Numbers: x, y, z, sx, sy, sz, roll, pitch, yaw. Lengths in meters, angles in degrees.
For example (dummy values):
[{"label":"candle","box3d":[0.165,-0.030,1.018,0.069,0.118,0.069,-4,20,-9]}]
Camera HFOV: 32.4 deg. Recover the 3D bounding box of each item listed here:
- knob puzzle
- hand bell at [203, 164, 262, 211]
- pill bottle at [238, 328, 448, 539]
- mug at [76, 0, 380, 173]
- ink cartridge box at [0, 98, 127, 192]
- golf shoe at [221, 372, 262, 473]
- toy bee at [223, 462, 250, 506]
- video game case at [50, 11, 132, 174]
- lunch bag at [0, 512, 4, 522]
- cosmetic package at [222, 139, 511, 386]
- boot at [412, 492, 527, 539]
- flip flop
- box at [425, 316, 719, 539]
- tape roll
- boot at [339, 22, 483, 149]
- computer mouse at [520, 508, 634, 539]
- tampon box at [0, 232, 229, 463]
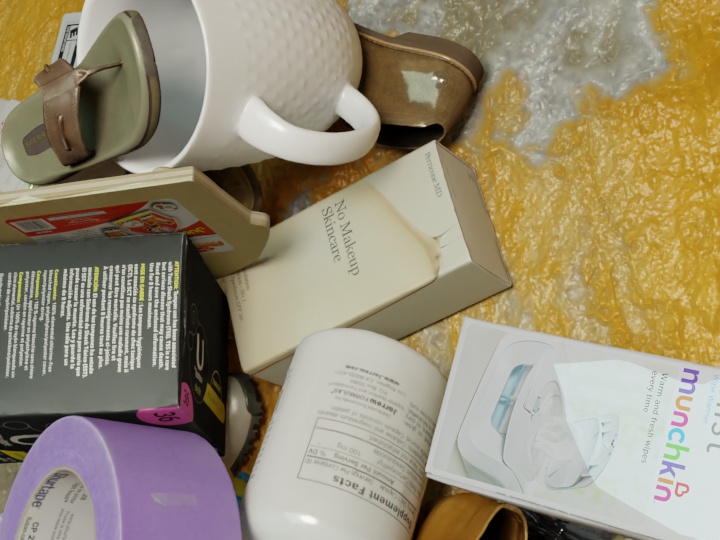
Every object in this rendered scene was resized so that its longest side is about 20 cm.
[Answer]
[{"label":"knob puzzle","box3d":[-0.155,-0.031,0.869,0.217,0.219,0.031,-12,69,28]},{"label":"hand bell","box3d":[-0.177,-0.018,0.976,0.200,0.104,0.105,-45,57,26]},{"label":"pill bottle","box3d":[-0.018,0.150,0.806,0.113,0.115,0.202,0,56,31]},{"label":"mug","box3d":[-0.072,-0.134,0.868,0.200,0.174,0.149,40,123,31]},{"label":"ink cartridge box","box3d":[-0.268,-0.070,1.011,0.199,0.067,0.118,23,86,57]},{"label":"golf shoe","box3d":[-0.164,0.147,0.968,0.199,0.088,0.078,-38,58,16]},{"label":"toy bee","box3d":[-0.064,0.192,0.880,0.129,0.109,0.203,11,89,-11]},{"label":"video game case","box3d":[-0.213,-0.137,1.080,0.180,0.022,0.202,1,73,32]},{"label":"lunch bag","box3d":[-0.291,0.296,0.893,0.168,0.127,0.202,-29,57,16]},{"label":"cosmetic package","box3d":[0.000,0.000,0.918,0.199,0.073,0.105,-28,62,23]},{"label":"boot","box3d":[0.042,0.237,0.781,0.070,0.144,0.203,21,81,-9]},{"label":"flip flop","box3d":[-0.198,-0.108,0.831,0.199,0.057,0.082,-19,84,44]},{"label":"box","box3d":[0.164,0.108,0.709,0.175,0.199,0.098,9,80,34]},{"label":"tape roll","box3d":[-0.160,0.197,0.786,0.199,0.084,0.203,-24,60,50]},{"label":"boot","box3d":[-0.008,-0.144,0.958,0.198,0.074,0.076,14,69,32]},{"label":"computer mouse","box3d":[0.120,0.259,0.789,0.109,0.044,0.202,8,75,28]},{"label":"tampon box","box3d":[-0.205,0.062,0.889,0.197,0.150,0.128,-3,70,6]}]
